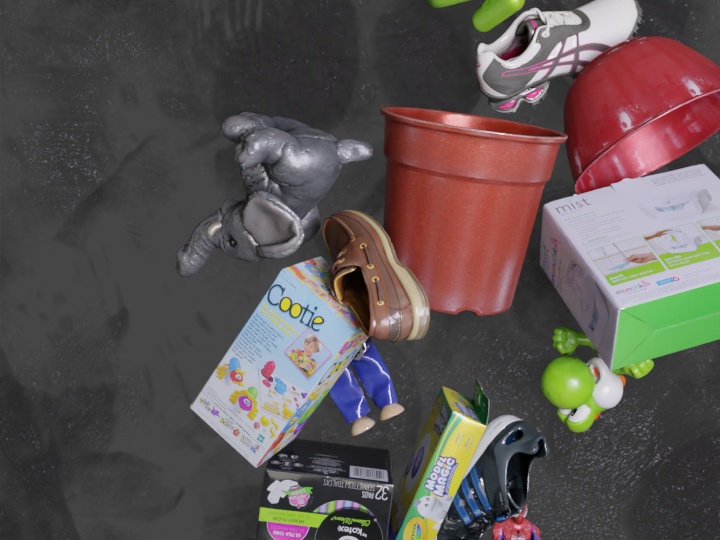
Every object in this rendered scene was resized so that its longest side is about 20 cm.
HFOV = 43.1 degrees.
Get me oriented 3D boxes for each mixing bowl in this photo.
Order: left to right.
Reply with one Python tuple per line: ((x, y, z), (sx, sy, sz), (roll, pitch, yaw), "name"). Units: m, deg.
((0.295, -0.178, 0.980), (0.200, 0.200, 0.109), (-27, 75, 3), "mixing bowl")

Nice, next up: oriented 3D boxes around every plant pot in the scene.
((0.107, -0.065, 0.987), (0.200, 0.201, 0.196), (7, 104, -1), "plant pot")

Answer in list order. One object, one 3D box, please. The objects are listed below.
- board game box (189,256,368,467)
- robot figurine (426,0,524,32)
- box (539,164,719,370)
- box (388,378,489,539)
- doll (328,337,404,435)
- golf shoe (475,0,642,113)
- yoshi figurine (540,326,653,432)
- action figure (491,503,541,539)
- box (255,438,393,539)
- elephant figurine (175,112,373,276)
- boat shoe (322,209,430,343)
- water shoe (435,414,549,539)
((-0.079, 0.098, 1.008), (0.105, 0.103, 0.200), (40, 111, 11), "board game box")
((0.125, -0.355, 0.983), (0.199, 0.116, 0.176), (-14, 84, 1), "robot figurine")
((0.317, -0.011, 0.967), (0.199, 0.177, 0.097), (-15, 133, -10), "box")
((0.090, 0.220, 1.049), (0.048, 0.117, 0.200), (25, 95, -3), "box")
((-0.018, 0.085, 1.067), (0.136, 0.048, 0.200), (-28, 89, 13), "doll")
((0.218, -0.252, 0.999), (0.200, 0.088, 0.077), (-32, 52, 2), "golf shoe")
((0.278, 0.092, 1.043), (0.112, 0.112, 0.200), (31, 98, 4), "yoshi figurine")
((0.185, 0.376, 1.079), (0.065, 0.099, 0.201), (3, 94, -1), "action figure")
((-0.045, 0.313, 1.056), (0.148, 0.124, 0.201), (7, 97, 0), "box")
((-0.103, -0.067, 1.025), (0.141, 0.155, 0.201), (-3, 113, -42), "elephant figurine")
((0.000, 0.001, 0.950), (0.067, 0.200, 0.072), (-8, 129, -25), "boat shoe")
((0.147, 0.267, 1.063), (0.071, 0.079, 0.200), (19, 98, -43), "water shoe")
